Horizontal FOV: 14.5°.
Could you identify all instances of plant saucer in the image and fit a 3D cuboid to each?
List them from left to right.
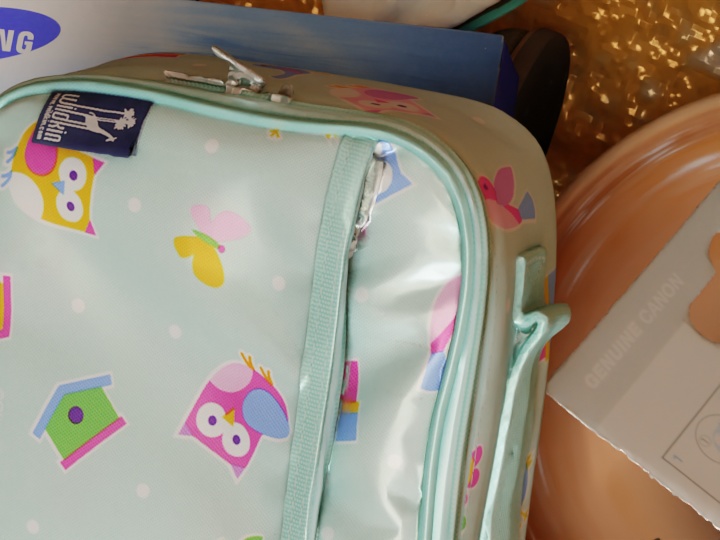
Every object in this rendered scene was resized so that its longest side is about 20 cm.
[{"bbox_3d":[0.131,0.043,0.844,0.199,0.037,0.201,0,94,-5],"label":"plant saucer"}]

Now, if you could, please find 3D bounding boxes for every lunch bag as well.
[{"bbox_3d":[-0.029,0.041,0.735,0.160,0.077,0.201,11,102,27],"label":"lunch bag"}]

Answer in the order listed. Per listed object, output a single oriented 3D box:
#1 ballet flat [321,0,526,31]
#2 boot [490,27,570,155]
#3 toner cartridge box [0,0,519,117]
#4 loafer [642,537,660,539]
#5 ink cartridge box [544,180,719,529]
[{"bbox_3d":[0.050,-0.107,0.811,0.200,0.069,0.070,-16,102,49],"label":"ballet flat"},{"bbox_3d":[0.000,0.000,0.894,0.075,0.074,0.200,35,116,16],"label":"boot"},{"bbox_3d":[-0.059,-0.029,0.824,0.199,0.043,0.095,7,78,10],"label":"toner cartridge box"},{"bbox_3d":[0.164,0.104,0.807,0.199,0.063,0.072,15,150,-9],"label":"loafer"},{"bbox_3d":[0.165,0.057,0.774,0.200,0.163,0.057,35,143,13],"label":"ink cartridge box"}]
